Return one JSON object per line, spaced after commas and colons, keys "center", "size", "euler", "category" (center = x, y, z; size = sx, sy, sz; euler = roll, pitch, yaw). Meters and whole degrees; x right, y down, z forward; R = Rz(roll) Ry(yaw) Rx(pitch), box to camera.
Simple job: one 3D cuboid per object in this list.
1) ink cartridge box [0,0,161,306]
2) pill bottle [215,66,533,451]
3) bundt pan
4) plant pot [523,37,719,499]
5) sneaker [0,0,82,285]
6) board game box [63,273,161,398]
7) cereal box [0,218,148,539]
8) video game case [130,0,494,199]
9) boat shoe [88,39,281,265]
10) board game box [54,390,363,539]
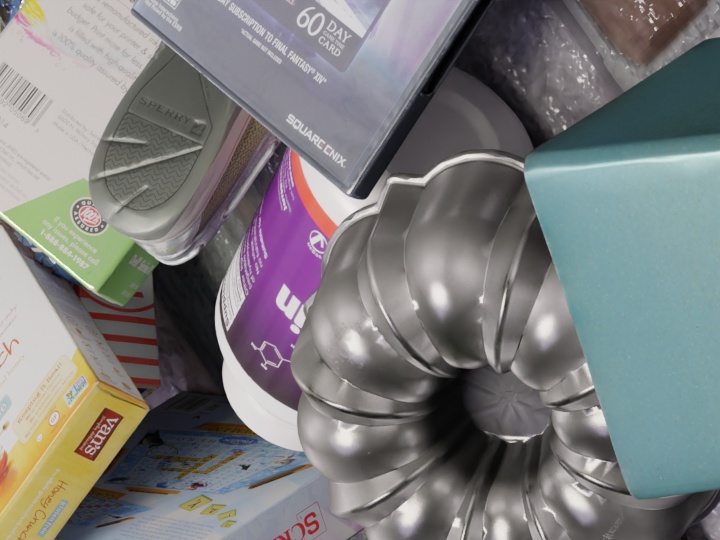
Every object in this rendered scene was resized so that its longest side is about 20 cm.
{"center": [-0.100, -0.098, 1.251], "size": [0.117, 0.200, 0.067], "euler": [38, 179, 11], "category": "ink cartridge box"}
{"center": [0.000, 0.000, 1.225], "size": [0.113, 0.112, 0.200], "euler": [48, 142, 16], "category": "pill bottle"}
{"center": [0.059, 0.057, 1.094], "size": [0.200, 0.076, 0.203], "euler": [8, 118, 16], "category": "bundt pan"}
{"center": [0.195, -0.012, 0.971], "size": [0.199, 0.141, 0.142], "euler": [-7, 108, 42], "category": "plant pot"}
{"center": [-0.142, -0.095, 1.342], "size": [0.077, 0.085, 0.202], "euler": [-12, 89, 56], "category": "sneaker"}
{"center": [-0.173, 0.023, 1.448], "size": [0.200, 0.046, 0.153], "euler": [-38, 52, 53], "category": "board game box"}
{"center": [-0.191, 0.069, 1.338], "size": [0.144, 0.039, 0.200], "euler": [-54, 36, 9], "category": "cereal box"}
{"center": [0.004, -0.152, 1.109], "size": [0.143, 0.019, 0.201], "euler": [40, 105, 26], "category": "video game case"}
{"center": [-0.047, -0.097, 1.184], "size": [0.074, 0.203, 0.065], "euler": [26, 172, 24], "category": "boat shoe"}
{"center": [-0.099, 0.127, 1.354], "size": [0.199, 0.199, 0.041], "euler": [2, 116, 50], "category": "board game box"}
